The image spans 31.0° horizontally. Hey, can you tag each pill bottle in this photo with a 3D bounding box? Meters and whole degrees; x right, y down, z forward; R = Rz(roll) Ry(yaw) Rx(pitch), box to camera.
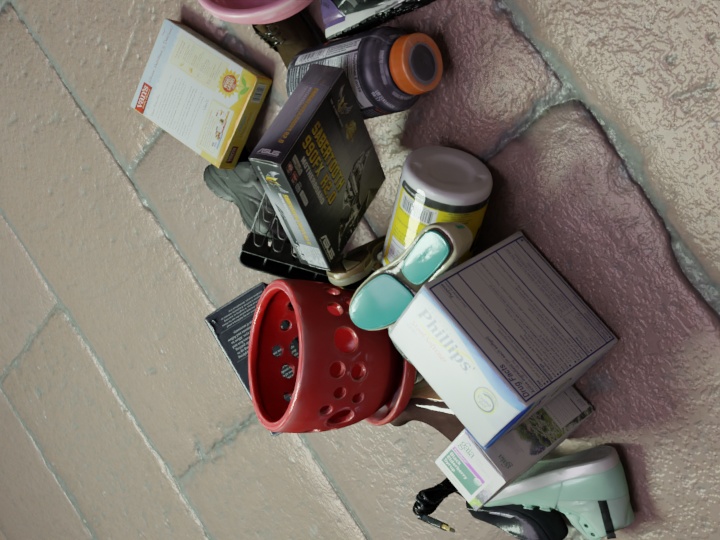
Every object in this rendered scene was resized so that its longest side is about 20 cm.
[{"bbox_3d":[0.089,-0.044,1.625,0.114,0.114,0.201,36,132,27],"label":"pill bottle"},{"bbox_3d":[0.008,-0.241,1.610,0.199,0.106,0.107,-5,107,46],"label":"pill bottle"}]

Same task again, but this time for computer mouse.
[{"bbox_3d":[0.168,0.313,1.714,0.199,0.140,0.046,21,117,37],"label":"computer mouse"}]

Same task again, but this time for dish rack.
[{"bbox_3d":[-0.069,-0.072,1.761,0.153,0.055,0.200,15,131,-11],"label":"dish rack"}]

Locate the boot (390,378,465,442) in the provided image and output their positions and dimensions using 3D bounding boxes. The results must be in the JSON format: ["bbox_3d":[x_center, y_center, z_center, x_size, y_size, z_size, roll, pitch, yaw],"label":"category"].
[{"bbox_3d":[0.126,0.218,1.753,0.200,0.072,0.167,-39,80,44],"label":"boot"}]

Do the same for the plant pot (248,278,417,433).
[{"bbox_3d":[-0.036,0.114,1.729,0.200,0.182,0.202,-10,79,63],"label":"plant pot"}]

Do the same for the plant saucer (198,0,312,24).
[{"bbox_3d":[-0.112,-0.382,1.622,0.200,0.201,0.051,26,164,34],"label":"plant saucer"}]

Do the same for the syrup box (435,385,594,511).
[{"bbox_3d":[0.190,0.202,1.585,0.079,0.200,0.082,49,137,13],"label":"syrup box"}]

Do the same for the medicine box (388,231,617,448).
[{"bbox_3d":[0.169,0.078,1.541,0.182,0.200,0.103,50,137,14],"label":"medicine box"}]

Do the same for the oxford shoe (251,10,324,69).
[{"bbox_3d":[-0.104,-0.309,1.705,0.073,0.084,0.201,-18,98,46],"label":"oxford shoe"}]

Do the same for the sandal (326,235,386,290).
[{"bbox_3d":[0.000,0.000,1.685,0.080,0.200,0.054,-24,98,10],"label":"sandal"}]

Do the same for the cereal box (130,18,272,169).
[{"bbox_3d":[-0.231,-0.254,1.861,0.200,0.039,0.144,36,110,29],"label":"cereal box"}]

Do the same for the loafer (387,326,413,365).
[{"bbox_3d":[0.120,0.095,1.642,0.200,0.070,0.075,32,120,-18],"label":"loafer"}]

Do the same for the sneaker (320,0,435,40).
[{"bbox_3d":[0.015,-0.346,1.576,0.199,0.076,0.088,-11,96,47],"label":"sneaker"}]

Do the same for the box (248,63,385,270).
[{"bbox_3d":[-0.047,-0.122,1.574,0.048,0.159,0.200,15,148,29],"label":"box"}]

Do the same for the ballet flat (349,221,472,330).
[{"bbox_3d":[0.063,0.004,1.554,0.200,0.069,0.070,-41,80,40],"label":"ballet flat"}]

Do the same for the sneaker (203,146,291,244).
[{"bbox_3d":[-0.142,-0.114,1.857,0.200,0.076,0.091,40,124,18],"label":"sneaker"}]

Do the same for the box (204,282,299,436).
[{"bbox_3d":[-0.127,0.129,1.891,0.201,0.104,0.148,59,179,3],"label":"box"}]

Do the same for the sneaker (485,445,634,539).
[{"bbox_3d":[0.246,0.301,1.644,0.200,0.074,0.119,-16,101,26],"label":"sneaker"}]
